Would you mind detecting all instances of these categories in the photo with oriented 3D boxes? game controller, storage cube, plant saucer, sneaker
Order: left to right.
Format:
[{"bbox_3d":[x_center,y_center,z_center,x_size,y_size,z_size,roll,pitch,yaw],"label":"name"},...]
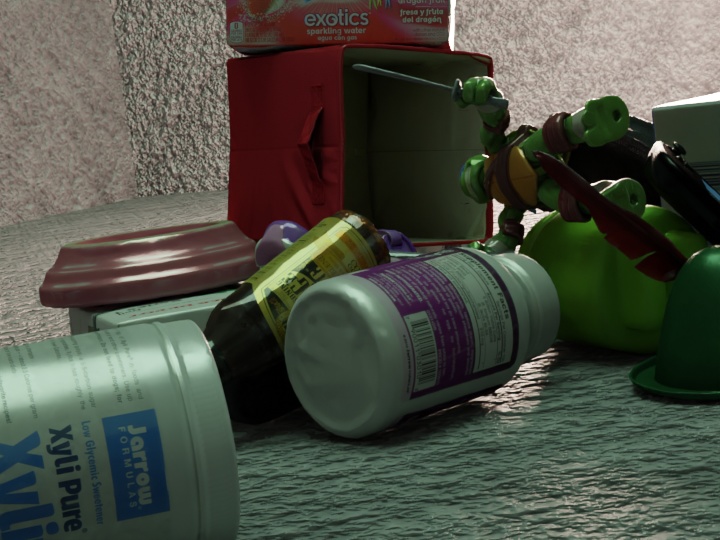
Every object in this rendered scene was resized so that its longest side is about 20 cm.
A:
[{"bbox_3d":[-0.180,-0.008,1.436,0.199,0.051,0.201,-8,6,1],"label":"plant saucer"},{"bbox_3d":[-0.036,0.053,1.274,0.199,0.072,0.083,-15,26,-22],"label":"sneaker"},{"bbox_3d":[-0.004,-0.109,1.487,0.199,0.172,0.179,-3,4,-38],"label":"storage cube"},{"bbox_3d":[0.000,0.000,1.344,0.200,0.089,0.080,32,-17,-37],"label":"sneaker"},{"bbox_3d":[0.299,-0.025,1.286,0.042,0.200,0.104,-48,4,5],"label":"game controller"}]

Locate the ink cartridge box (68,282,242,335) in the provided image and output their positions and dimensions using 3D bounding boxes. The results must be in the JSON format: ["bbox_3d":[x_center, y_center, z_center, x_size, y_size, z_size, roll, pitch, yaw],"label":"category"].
[{"bbox_3d":[-0.150,0.062,1.382,0.145,0.085,0.200,-10,7,-20],"label":"ink cartridge box"}]

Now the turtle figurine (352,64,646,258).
[{"bbox_3d":[0.108,-0.071,1.279,0.199,0.145,0.193,24,-17,-35],"label":"turtle figurine"}]

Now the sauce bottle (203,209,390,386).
[{"bbox_3d":[-0.064,0.033,1.199,0.200,0.066,0.066,-41,24,-27],"label":"sauce bottle"}]

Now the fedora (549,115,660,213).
[{"bbox_3d":[0.282,-0.101,1.754,0.200,0.201,0.092,-2,43,39],"label":"fedora"}]

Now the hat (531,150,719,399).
[{"bbox_3d":[0.256,-0.013,1.158,0.199,0.177,0.165,-13,9,-40],"label":"hat"}]

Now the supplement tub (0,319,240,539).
[{"bbox_3d":[-0.175,0.104,0.880,0.199,0.133,0.132,-10,7,-16],"label":"supplement tub"}]

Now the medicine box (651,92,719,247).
[{"bbox_3d":[0.367,-0.074,1.521,0.103,0.183,0.199,-1,9,41],"label":"medicine box"}]

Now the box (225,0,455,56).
[{"bbox_3d":[-0.016,-0.242,1.474,0.199,0.096,0.100,0,2,6],"label":"box"}]

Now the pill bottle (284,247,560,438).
[{"bbox_3d":[0.051,0.044,1.195,0.199,0.113,0.112,-14,9,-43],"label":"pill bottle"}]

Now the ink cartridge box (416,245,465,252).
[{"bbox_3d":[0.030,0.008,1.630,0.144,0.085,0.200,-3,8,30],"label":"ink cartridge box"}]

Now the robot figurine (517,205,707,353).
[{"bbox_3d":[0.201,0.005,1.338,0.174,0.116,0.200,-11,8,-24],"label":"robot figurine"}]
